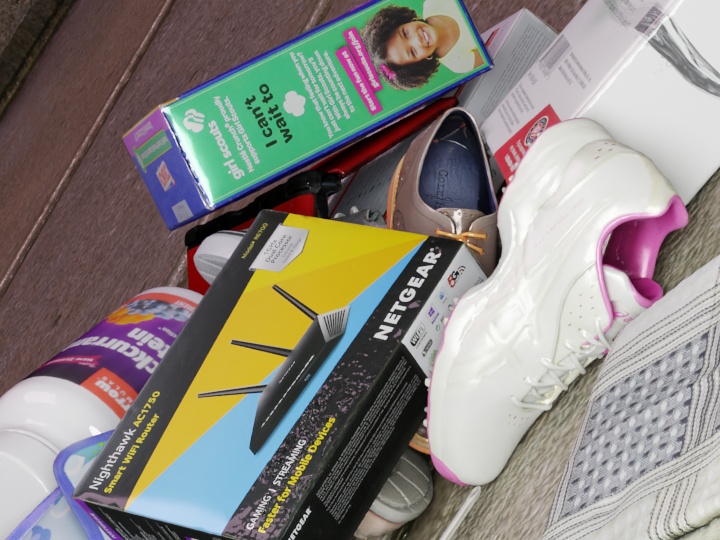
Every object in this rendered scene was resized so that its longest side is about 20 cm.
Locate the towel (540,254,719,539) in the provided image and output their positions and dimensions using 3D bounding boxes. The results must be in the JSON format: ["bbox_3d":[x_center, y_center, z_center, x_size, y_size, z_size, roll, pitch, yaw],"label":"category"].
[{"bbox_3d":[0.151,0.058,1.311,0.200,0.035,0.193,-36,21,46],"label":"towel"}]

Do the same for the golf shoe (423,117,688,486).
[{"bbox_3d":[0.097,0.026,1.481,0.091,0.075,0.200,29,105,34],"label":"golf shoe"}]

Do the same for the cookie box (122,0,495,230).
[{"bbox_3d":[-0.037,-0.105,1.827,0.200,0.075,0.171,-28,3,-13],"label":"cookie box"}]

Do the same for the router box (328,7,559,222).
[{"bbox_3d":[0.040,-0.061,1.926,0.200,0.049,0.179,-59,16,-26],"label":"router box"}]

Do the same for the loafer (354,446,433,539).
[{"bbox_3d":[-0.004,0.105,1.611,0.063,0.072,0.200,-47,13,16],"label":"loafer"}]

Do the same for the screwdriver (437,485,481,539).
[{"bbox_3d":[0.007,0.194,1.468,0.200,0.029,0.028,-51,13,-9],"label":"screwdriver"}]

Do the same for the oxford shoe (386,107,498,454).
[{"bbox_3d":[0.043,0.003,1.600,0.073,0.071,0.200,109,162,-59],"label":"oxford shoe"}]

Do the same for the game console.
[{"bbox_3d":[-0.023,-0.010,1.864,0.200,0.119,0.173,156,112,-63],"label":"game console"}]

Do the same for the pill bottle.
[{"bbox_3d":[-0.155,0.098,1.760,0.111,0.111,0.200,-40,0,41],"label":"pill bottle"}]

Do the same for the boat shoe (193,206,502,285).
[{"bbox_3d":[0.000,0.000,1.708,0.200,0.072,0.071,13,62,26],"label":"boat shoe"}]

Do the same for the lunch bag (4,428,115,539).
[{"bbox_3d":[-0.110,0.177,1.607,0.200,0.127,0.170,-46,37,5],"label":"lunch bag"}]

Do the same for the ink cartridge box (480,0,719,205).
[{"bbox_3d":[0.165,-0.112,1.579,0.200,0.084,0.144,-50,14,10],"label":"ink cartridge box"}]

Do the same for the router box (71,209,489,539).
[{"bbox_3d":[-0.039,0.065,1.532,0.149,0.051,0.200,9,56,41],"label":"router box"}]
